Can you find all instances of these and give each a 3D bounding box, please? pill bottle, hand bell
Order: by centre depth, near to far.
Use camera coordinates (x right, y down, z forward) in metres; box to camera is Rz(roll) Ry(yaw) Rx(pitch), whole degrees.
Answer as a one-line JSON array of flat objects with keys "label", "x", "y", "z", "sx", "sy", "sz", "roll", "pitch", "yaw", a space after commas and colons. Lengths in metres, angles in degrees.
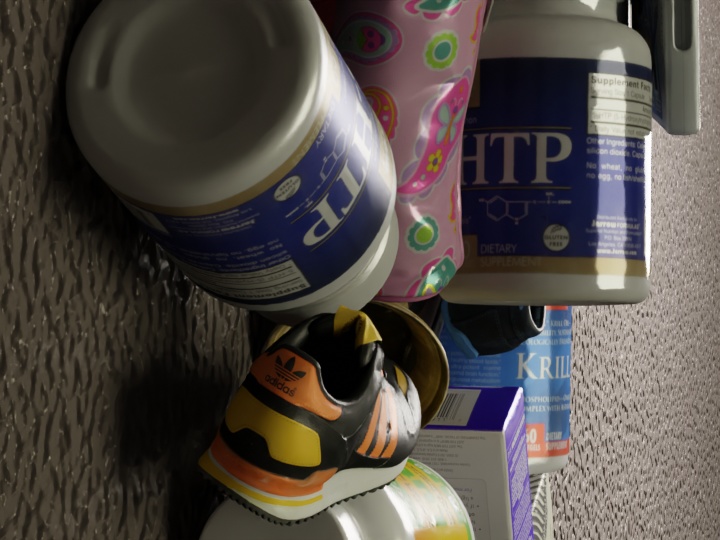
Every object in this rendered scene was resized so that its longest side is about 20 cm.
[{"label": "pill bottle", "x": -0.048, "y": -0.050, "z": 1.116, "sx": 0.200, "sy": 0.119, "sz": 0.121, "roll": 55, "pitch": 40, "yaw": -64}, {"label": "pill bottle", "x": -0.014, "y": 0.151, "z": 1.259, "sx": 0.200, "sy": 0.110, "sz": 0.112, "roll": 15, "pitch": 77, "yaw": -73}, {"label": "pill bottle", "x": 0.103, "y": -0.083, "z": 1.347, "sx": 0.120, "sy": 0.119, "sz": 0.202, "roll": 9, "pitch": 81, "yaw": -73}, {"label": "hand bell", "x": 0.000, "y": 0.000, "z": 1.383, "sx": 0.201, "sy": 0.103, "sz": 0.105, "roll": -86, "pitch": 169, "yaw": -55}, {"label": "pill bottle", "x": 0.083, "y": 0.029, "z": 1.579, "sx": 0.112, "sy": 0.111, "sz": 0.202, "roll": -7, "pitch": 97, "yaw": -73}]

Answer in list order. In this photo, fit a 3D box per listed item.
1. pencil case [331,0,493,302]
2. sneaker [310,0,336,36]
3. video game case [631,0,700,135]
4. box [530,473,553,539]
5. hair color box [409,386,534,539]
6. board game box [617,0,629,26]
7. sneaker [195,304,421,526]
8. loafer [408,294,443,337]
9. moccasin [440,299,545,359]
[{"label": "pencil case", "x": 0.023, "y": -0.087, "z": 1.241, "sx": 0.087, "sy": 0.087, "sz": 0.202, "roll": -47, "pitch": 147, "yaw": -66}, {"label": "sneaker", "x": -0.032, "y": -0.186, "z": 1.282, "sx": 0.086, "sy": 0.073, "sz": 0.202, "roll": 16, "pitch": 83, "yaw": -39}, {"label": "video game case", "x": 0.178, "y": -0.182, "z": 1.429, "sx": 0.200, "sy": 0.022, "sz": 0.184, "roll": -82, "pitch": 170, "yaw": -81}, {"label": "box", "x": 0.081, "y": 0.221, "z": 1.662, "sx": 0.201, "sy": 0.068, "sz": 0.083, "roll": -66, "pitch": 154, "yaw": -53}, {"label": "hair color box", "x": 0.049, "y": 0.171, "z": 1.478, "sx": 0.065, "sy": 0.108, "sz": 0.202, "roll": -57, "pitch": 145, "yaw": -63}, {"label": "board game box", "x": 0.146, "y": -0.206, "z": 1.487, "sx": 0.126, "sy": 0.034, "sz": 0.202, "roll": -34, "pitch": 123, "yaw": -79}, {"label": "sneaker", "x": -0.006, "y": 0.057, "z": 1.174, "sx": 0.091, "sy": 0.070, "sz": 0.200, "roll": -64, "pitch": 165, "yaw": 19}, {"label": "loafer", "x": 0.029, "y": -0.020, "z": 1.470, "sx": 0.063, "sy": 0.071, "sz": 0.201, "roll": 62, "pitch": 36, "yaw": -52}, {"label": "moccasin", "x": 0.112, "y": -0.028, "z": 1.480, "sx": 0.080, "sy": 0.068, "sz": 0.201, "roll": 46, "pitch": 49, "yaw": -41}]
